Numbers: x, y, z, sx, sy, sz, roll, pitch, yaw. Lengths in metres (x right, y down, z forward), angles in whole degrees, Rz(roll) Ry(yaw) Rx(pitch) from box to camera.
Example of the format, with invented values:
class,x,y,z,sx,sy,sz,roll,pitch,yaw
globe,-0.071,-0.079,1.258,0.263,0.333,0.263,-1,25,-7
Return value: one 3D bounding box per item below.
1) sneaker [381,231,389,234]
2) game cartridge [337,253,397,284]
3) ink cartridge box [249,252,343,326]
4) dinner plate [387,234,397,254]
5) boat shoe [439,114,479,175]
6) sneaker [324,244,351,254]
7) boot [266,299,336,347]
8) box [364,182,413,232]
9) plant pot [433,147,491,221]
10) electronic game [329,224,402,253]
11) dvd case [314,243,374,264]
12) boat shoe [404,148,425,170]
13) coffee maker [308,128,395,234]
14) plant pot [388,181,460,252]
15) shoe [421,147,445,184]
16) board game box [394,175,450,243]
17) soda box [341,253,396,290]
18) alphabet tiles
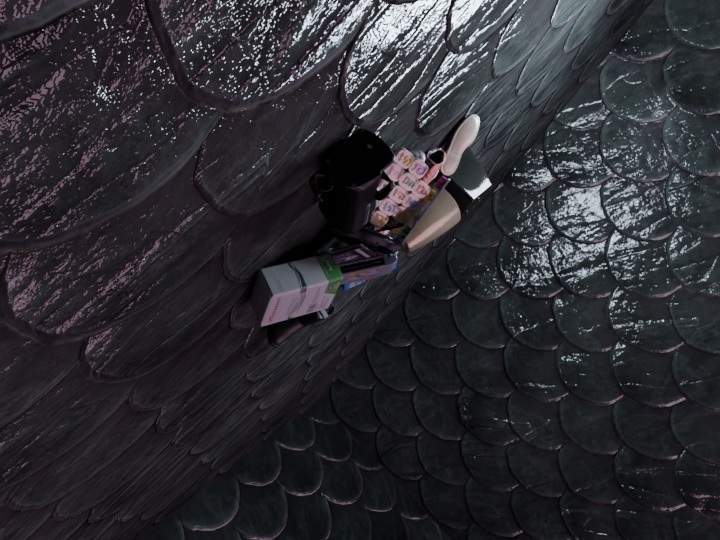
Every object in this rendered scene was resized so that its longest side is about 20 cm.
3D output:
class,x,y,z,sx,sy,sz,roll,pitch,yaw
sneaker,0.054,-0.147,1.760,0.085,0.077,0.200,-59,175,27
game cartridge,0.000,0.000,1.634,0.197,0.042,0.133,-12,163,-7
ink cartridge box,-0.161,0.048,1.433,0.198,0.084,0.147,-14,152,-32
dinner plate,0.060,-0.064,1.934,0.198,0.024,0.202,-23,142,-19
boat shoe,0.301,-0.397,1.815,0.202,0.071,0.060,-63,-155,15
sneaker,-0.026,-0.031,1.706,0.112,0.077,0.200,-13,171,14
boot,-0.171,0.148,1.740,0.161,0.074,0.198,-17,-164,38
box,0.050,-0.162,1.557,0.157,0.047,0.200,-14,161,-10
plant pot,0.328,-0.282,2.003,0.199,0.177,0.201,-37,166,-36
electronic game,0.014,-0.086,1.521,0.200,0.197,0.042,46,59,-78
dvd case,-0.072,-0.029,1.540,0.197,0.016,0.149,-15,170,12
boat shoe,0.092,-0.254,1.560,0.056,0.069,0.200,13,136,-35
coffee maker,-0.034,-0.177,1.244,0.190,0.136,0.201,-18,158,-16
plant pot,0.188,-0.159,1.876,0.200,0.187,0.188,-44,168,-16
shoe,0.185,-0.292,1.736,0.200,0.071,0.091,-45,168,-37
board game box,0.158,-0.152,1.567,0.201,0.026,0.200,-53,179,-5
soda box,0.018,-0.013,1.875,0.198,0.068,0.065,-23,142,-19
alphabet tiles,0.075,-0.202,1.438,0.194,0.015,0.201,28,109,-32
